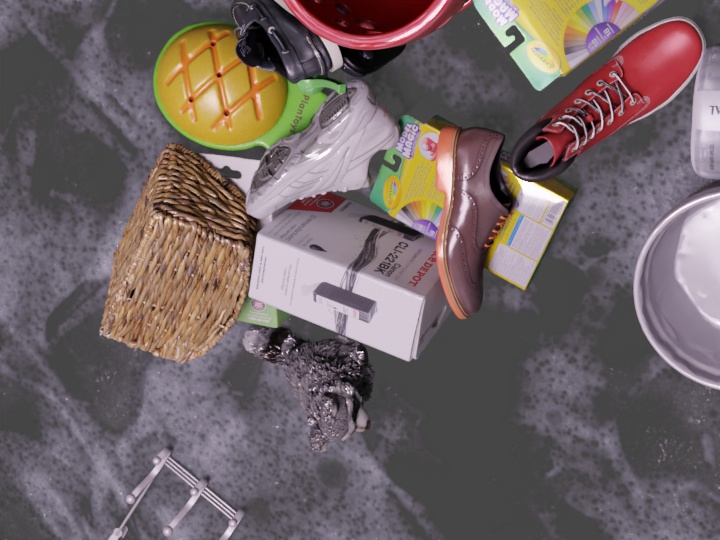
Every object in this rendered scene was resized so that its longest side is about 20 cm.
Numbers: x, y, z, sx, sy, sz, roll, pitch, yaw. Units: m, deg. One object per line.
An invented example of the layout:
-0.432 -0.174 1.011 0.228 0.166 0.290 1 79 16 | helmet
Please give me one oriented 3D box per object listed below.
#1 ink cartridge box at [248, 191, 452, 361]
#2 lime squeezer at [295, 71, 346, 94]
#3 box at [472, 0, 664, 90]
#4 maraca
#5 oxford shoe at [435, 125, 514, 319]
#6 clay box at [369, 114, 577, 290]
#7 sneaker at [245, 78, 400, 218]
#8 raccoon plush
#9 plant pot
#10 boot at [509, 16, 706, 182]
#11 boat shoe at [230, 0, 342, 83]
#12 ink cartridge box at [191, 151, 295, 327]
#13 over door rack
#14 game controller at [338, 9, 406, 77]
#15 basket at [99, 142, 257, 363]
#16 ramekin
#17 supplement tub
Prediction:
0.000 0.000 1.234 0.198 0.144 0.085 21 122 15 | ink cartridge box
-0.064 -0.232 1.200 0.037 0.071 0.201 -24 56 -5 | lime squeezer
0.210 -0.269 1.044 0.199 0.048 0.118 -37 92 7 | box
-0.130 -0.195 1.244 0.198 0.107 0.139 20 89 0 | maraca
0.118 -0.045 1.151 0.072 0.071 0.203 3 111 20 | oxford shoe
0.116 -0.079 1.206 0.199 0.048 0.116 31 120 13 | clay box
-0.038 -0.106 1.198 0.199 0.079 0.099 -36 124 28 | sneaker
-0.074 0.143 1.335 0.197 0.134 0.098 7 114 23 | raccoon plush
0.030 -0.317 1.065 0.198 0.182 0.203 6 108 17 | plant pot
0.231 -0.155 1.064 0.199 0.144 0.073 -38 90 31 | boot
-0.094 -0.232 1.148 0.199 0.066 0.075 40 161 44 | boat shoe
-0.136 -0.045 1.328 0.116 0.067 0.203 10 115 23 | ink cartridge box
-0.259 0.359 1.551 0.147 0.067 0.201 38 121 8 | over door rack
-0.035 -0.290 1.161 0.201 0.104 0.042 51 146 -2 | game controller
-0.197 -0.017 1.294 0.141 0.150 0.201 20 125 -18 | basket
0.369 0.004 1.086 0.198 0.105 0.203 10 115 22 | ramekin
0.400 -0.137 1.004 0.197 0.122 0.124 6 113 24 | supplement tub
